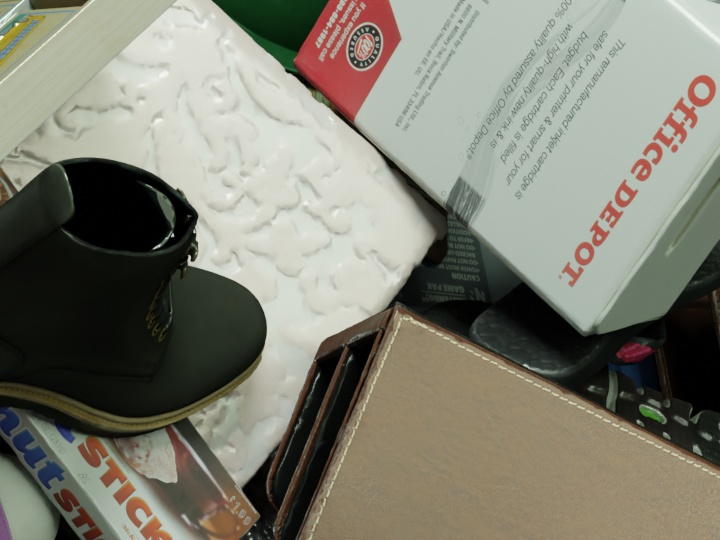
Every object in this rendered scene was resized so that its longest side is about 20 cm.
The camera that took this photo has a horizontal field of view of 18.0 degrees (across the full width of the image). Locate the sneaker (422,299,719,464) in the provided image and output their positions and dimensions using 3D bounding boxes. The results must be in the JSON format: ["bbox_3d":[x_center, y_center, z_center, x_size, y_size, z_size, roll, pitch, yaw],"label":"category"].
[{"bbox_3d":[0.099,0.103,1.100,0.199,0.116,0.076,27,28,-4],"label":"sneaker"}]

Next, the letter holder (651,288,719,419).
[{"bbox_3d":[0.258,0.037,1.206,0.199,0.100,0.143,10,59,-35],"label":"letter holder"}]

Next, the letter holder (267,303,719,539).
[{"bbox_3d":[0.060,0.127,0.963,0.199,0.101,0.143,26,73,-13],"label":"letter holder"}]

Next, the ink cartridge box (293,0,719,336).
[{"bbox_3d":[0.089,-0.089,1.025,0.200,0.145,0.084,45,27,23],"label":"ink cartridge box"}]

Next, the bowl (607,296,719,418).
[{"bbox_3d":[0.218,0.069,1.252,0.200,0.039,0.202,19,56,-30],"label":"bowl"}]

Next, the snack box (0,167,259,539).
[{"bbox_3d":[-0.124,0.047,0.948,0.200,0.024,0.072,54,42,-7],"label":"snack box"}]

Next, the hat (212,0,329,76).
[{"bbox_3d":[-0.001,-0.203,1.086,0.165,0.176,0.201,32,40,-12],"label":"hat"}]

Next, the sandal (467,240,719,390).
[{"bbox_3d":[0.111,0.020,1.084,0.075,0.045,0.200,26,35,26],"label":"sandal"}]

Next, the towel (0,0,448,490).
[{"bbox_3d":[-0.087,-0.016,1.013,0.200,0.032,0.191,42,73,-12],"label":"towel"}]

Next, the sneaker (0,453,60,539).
[{"bbox_3d":[-0.180,0.100,0.867,0.200,0.114,0.073,-13,73,-44],"label":"sneaker"}]

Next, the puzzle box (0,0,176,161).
[{"bbox_3d":[-0.164,-0.069,0.918,0.200,0.133,0.025,-46,117,-24],"label":"puzzle box"}]

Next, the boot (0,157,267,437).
[{"bbox_3d":[-0.081,0.008,0.888,0.199,0.138,0.078,-2,68,-47],"label":"boot"}]

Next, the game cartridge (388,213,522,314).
[{"bbox_3d":[0.000,0.000,1.119,0.199,0.041,0.134,7,67,-36],"label":"game cartridge"}]

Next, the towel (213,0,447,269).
[{"bbox_3d":[-0.018,-0.100,1.136,0.146,0.022,0.201,23,43,-20],"label":"towel"}]
